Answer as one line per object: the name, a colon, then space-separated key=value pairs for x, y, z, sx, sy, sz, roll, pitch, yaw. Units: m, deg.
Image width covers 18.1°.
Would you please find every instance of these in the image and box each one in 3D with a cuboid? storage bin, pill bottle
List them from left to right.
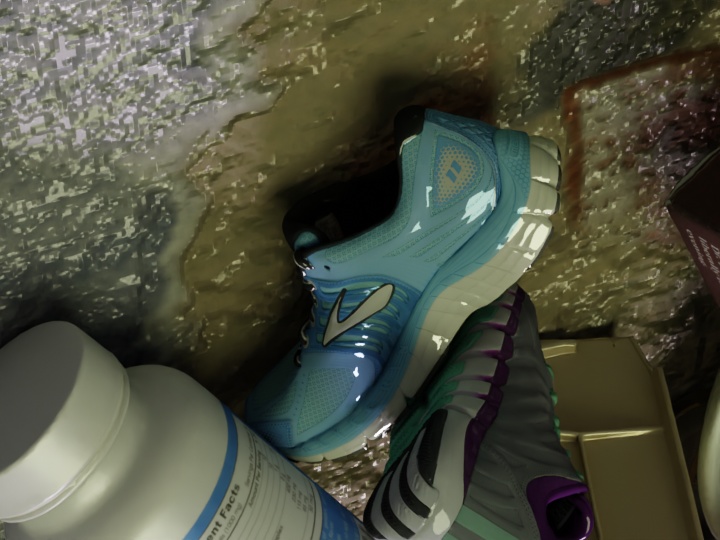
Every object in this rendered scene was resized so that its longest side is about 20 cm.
pill bottle: x=-0.081 y=0.111 z=0.971 sx=0.112 sy=0.112 sz=0.200 roll=-39 pitch=122 yaw=12
storage bin: x=0.102 y=0.166 z=1.098 sx=0.094 sy=0.199 sz=0.200 roll=-3 pitch=137 yaw=-5

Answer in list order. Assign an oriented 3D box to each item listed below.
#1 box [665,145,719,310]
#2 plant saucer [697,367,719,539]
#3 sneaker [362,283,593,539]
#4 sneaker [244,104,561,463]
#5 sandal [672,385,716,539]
box: x=0.273 y=0.007 z=0.979 sx=0.164 sy=0.200 sz=0.166 roll=-41 pitch=132 yaw=-9
plant saucer: x=0.239 y=0.058 z=1.151 sx=0.200 sy=0.050 sz=0.200 roll=-17 pitch=124 yaw=-27
sneaker: x=0.062 y=0.078 z=0.976 sx=0.087 sy=0.200 sz=0.074 roll=35 pitch=120 yaw=-5
sneaker: x=0.000 y=0.000 z=0.968 sx=0.090 sy=0.078 sz=0.200 roll=26 pitch=124 yaw=-17
sandal: x=0.183 y=0.142 z=1.227 sx=0.082 sy=0.055 sz=0.200 roll=-9 pitch=137 yaw=-23
